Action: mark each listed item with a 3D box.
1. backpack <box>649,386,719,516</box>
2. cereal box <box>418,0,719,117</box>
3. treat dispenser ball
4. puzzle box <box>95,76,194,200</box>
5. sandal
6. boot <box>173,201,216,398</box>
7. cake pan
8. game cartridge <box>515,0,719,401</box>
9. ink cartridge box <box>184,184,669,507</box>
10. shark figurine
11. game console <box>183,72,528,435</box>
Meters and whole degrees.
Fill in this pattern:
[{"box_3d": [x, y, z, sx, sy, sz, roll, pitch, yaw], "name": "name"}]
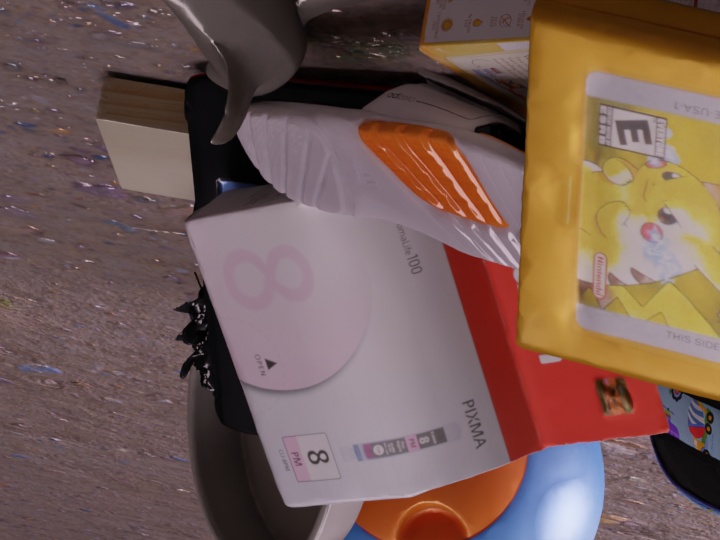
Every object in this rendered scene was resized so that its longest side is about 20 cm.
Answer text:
[{"box_3d": [0.237, 0.048, 1.384, 0.134, 0.183, 0.200, 0, -172, -34], "name": "backpack"}, {"box_3d": [0.146, -0.090, 1.171, 0.200, 0.040, 0.144, 0, 162, 35], "name": "cereal box"}, {"box_3d": [0.057, 0.135, 1.789, 0.201, 0.201, 0.201, 10, 166, 2], "name": "treat dispenser ball"}, {"box_3d": [-0.034, -0.056, 1.464, 0.200, 0.025, 0.133, 9, 166, 3], "name": "puzzle box"}, {"box_3d": [0.029, -0.058, 1.243, 0.207, 0.059, 0.079, 17, 146, 40], "name": "sandal"}, {"box_3d": [-0.007, 0.029, 1.490, 0.198, 0.073, 0.163, 14, 147, 8], "name": "boot"}, {"box_3d": [-0.049, 0.093, 1.736, 0.037, 0.200, 0.200, 0, 173, -30], "name": "cake pan"}, {"box_3d": [0.161, -0.017, 1.108, 0.200, 0.032, 0.176, 16, 130, 20], "name": "game cartridge"}, {"box_3d": [0.030, 0.027, 1.337, 0.200, 0.163, 0.057, -7, -160, 33], "name": "ink cartridge box"}, {"box_3d": [-0.076, -0.102, 1.193, 0.128, 0.090, 0.214, -2, 163, 36], "name": "shark figurine"}, {"box_3d": [0.000, 0.000, 1.380, 0.177, 0.200, 0.031, 5, -155, 19], "name": "game console"}]
